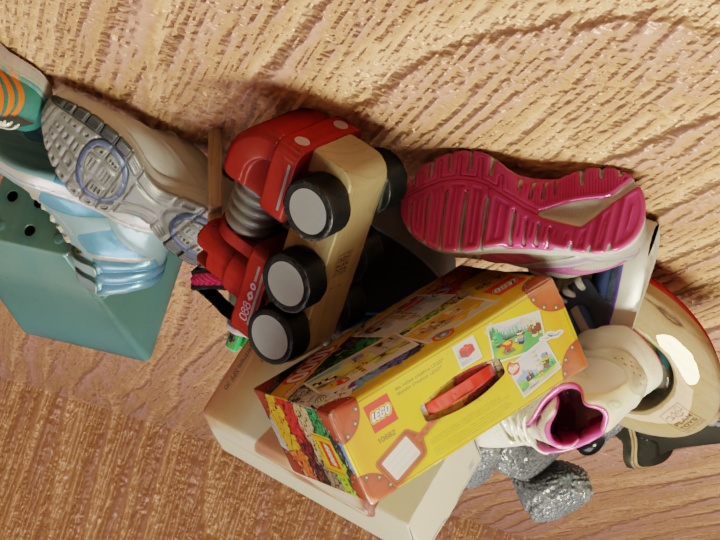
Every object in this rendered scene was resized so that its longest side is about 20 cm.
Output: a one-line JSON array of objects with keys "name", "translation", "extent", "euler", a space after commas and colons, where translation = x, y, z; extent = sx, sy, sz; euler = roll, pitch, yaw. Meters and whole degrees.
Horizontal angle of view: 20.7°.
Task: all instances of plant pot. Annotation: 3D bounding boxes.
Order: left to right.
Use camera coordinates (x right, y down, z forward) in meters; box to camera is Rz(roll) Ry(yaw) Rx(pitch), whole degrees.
[{"name": "plant pot", "translation": [-0.269, -0.025, 1.854], "extent": [0.140, 0.143, 0.200], "euler": [12, 162, 16]}]

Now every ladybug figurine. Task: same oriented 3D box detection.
[{"name": "ladybug figurine", "translation": [0.223, 0.057, 1.647], "extent": [0.200, 0.072, 0.136], "euler": [41, 132, -5]}]

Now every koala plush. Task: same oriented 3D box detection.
[{"name": "koala plush", "translation": [0.199, 0.120, 1.927], "extent": [0.177, 0.185, 0.199], "euler": [26, 143, -36]}]

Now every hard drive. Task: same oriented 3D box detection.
[{"name": "hard drive", "translation": [0.000, 0.000, 1.690], "extent": [0.134, 0.043, 0.200], "euler": [-29, 151, 13]}]

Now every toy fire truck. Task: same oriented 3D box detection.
[{"name": "toy fire truck", "translation": [-0.073, -0.056, 1.505], "extent": [0.199, 0.177, 0.128], "euler": [35, -143, 23]}]

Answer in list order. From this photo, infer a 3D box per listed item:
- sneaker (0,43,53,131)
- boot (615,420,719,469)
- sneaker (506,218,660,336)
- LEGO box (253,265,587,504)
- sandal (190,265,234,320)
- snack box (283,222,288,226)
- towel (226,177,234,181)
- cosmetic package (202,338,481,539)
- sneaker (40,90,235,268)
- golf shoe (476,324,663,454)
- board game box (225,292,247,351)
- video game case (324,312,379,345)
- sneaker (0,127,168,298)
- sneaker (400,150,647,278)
[{"name": "sneaker", "translation": [-0.303, -0.138, 1.530], "extent": [0.071, 0.081, 0.200], "euler": [11, 167, 19]}, {"name": "boot", "translation": [0.350, 0.174, 2.099], "extent": [0.137, 0.078, 0.200], "euler": [6, 166, 20]}, {"name": "sneaker", "translation": [0.146, 0.021, 1.557], "extent": [0.145, 0.081, 0.201], "euler": [20, 136, 9]}, {"name": "LEGO box", "translation": [0.043, 0.080, 1.459], "extent": [0.149, 0.199, 0.078], "euler": [8, 125, 65]}, {"name": "sandal", "translation": [-0.106, 0.018, 1.657], "extent": [0.200, 0.045, 0.075], "euler": [36, 172, 46]}, {"name": "snack box", "translation": [-0.130, -0.037, 1.755], "extent": [0.199, 0.037, 0.116], "euler": [21, 168, 28]}, {"name": "towel", "translation": [-0.105, -0.053, 1.810], "extent": [0.085, 0.018, 0.200], "euler": [17, 169, 20]}, {"name": "cosmetic package", "translation": [-0.014, 0.133, 1.582], "extent": [0.199, 0.104, 0.087], "euler": [25, 161, 20]}, {"name": "sneaker", "translation": [-0.176, -0.083, 1.616], "extent": [0.199, 0.087, 0.074], "euler": [38, 124, -21]}, {"name": "golf shoe", "translation": [0.138, 0.104, 1.516], "extent": [0.075, 0.092, 0.199], "euler": [50, 136, -12]}, {"name": "board game box", "translation": [-0.029, 0.048, 1.828], "extent": [0.198, 0.026, 0.200], "euler": [16, -158, -9]}, {"name": "video game case", "translation": [0.022, 0.086, 1.660], "extent": [0.199, 0.018, 0.143], "euler": [2, 140, 41]}, {"name": "sneaker", "translation": [-0.251, -0.046, 1.709], "extent": [0.199, 0.080, 0.131], "euler": [26, 131, 14]}, {"name": "sneaker", "translation": [0.125, -0.032, 1.465], "extent": [0.198, 0.082, 0.088], "euler": [10, 165, 27]}]
